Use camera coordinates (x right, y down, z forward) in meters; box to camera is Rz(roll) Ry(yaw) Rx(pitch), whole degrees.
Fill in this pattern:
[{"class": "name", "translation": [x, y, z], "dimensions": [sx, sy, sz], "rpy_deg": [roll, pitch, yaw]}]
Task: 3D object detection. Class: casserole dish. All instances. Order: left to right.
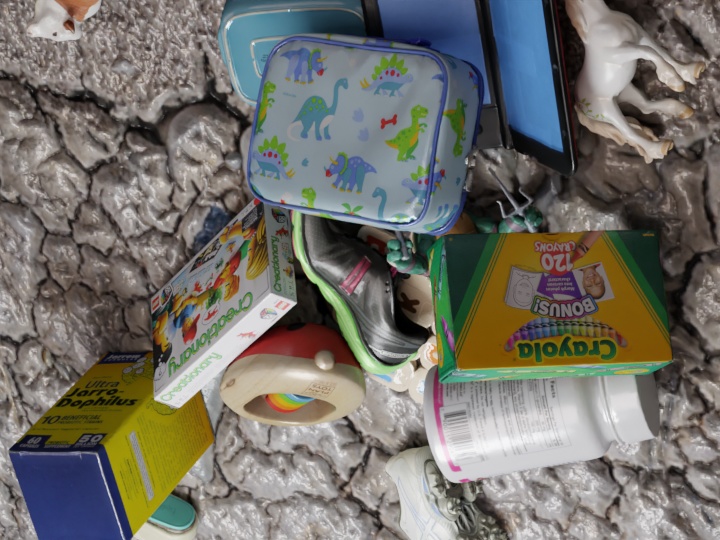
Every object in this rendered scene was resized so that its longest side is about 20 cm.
[{"class": "casserole dish", "translation": [-0.048, -0.200, 1.712], "dimensions": [0.199, 0.039, 0.122], "rpy_deg": [1, 116, 26]}]

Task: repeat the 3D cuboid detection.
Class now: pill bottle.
[{"class": "pill bottle", "translation": [0.167, 0.124, 1.732], "dimensions": [0.199, 0.113, 0.114], "rpy_deg": [-12, 112, 18]}]

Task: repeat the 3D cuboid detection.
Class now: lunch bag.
[{"class": "lunch bag", "translation": [0.005, -0.121, 1.607], "dimensions": [0.199, 0.082, 0.162], "rpy_deg": [11, 93, 34]}]

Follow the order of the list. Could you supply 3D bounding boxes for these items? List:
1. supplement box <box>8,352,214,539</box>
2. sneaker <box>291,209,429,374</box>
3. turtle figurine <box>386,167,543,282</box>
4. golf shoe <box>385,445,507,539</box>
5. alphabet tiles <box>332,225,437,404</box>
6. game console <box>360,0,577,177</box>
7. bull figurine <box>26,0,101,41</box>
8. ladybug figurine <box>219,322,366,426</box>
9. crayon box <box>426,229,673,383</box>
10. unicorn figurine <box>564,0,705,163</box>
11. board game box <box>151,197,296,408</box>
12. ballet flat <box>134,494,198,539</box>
[{"class": "supplement box", "translation": [-0.249, 0.177, 1.912], "dimensions": [0.108, 0.200, 0.110], "rpy_deg": [-2, 115, 26]}, {"class": "sneaker", "translation": [0.000, 0.000, 1.770], "dimensions": [0.083, 0.077, 0.201], "rpy_deg": [-26, 107, 16]}, {"class": "turtle figurine", "translation": [0.094, -0.016, 1.697], "dimensions": [0.149, 0.101, 0.201], "rpy_deg": [-25, 95, -11]}, {"class": "golf shoe", "translation": [0.087, 0.264, 1.895], "dimensions": [0.097, 0.078, 0.201], "rpy_deg": [-2, 111, 45]}, {"class": "alphabet tiles", "translation": [0.073, 0.041, 1.801], "dimensions": [0.195, 0.015, 0.201], "rpy_deg": [26, 125, 10]}, {"class": "game console", "translation": [0.088, -0.179, 1.603], "dimensions": [0.171, 0.119, 0.201], "rpy_deg": [-7, 114, 8]}, {"class": "bull figurine", "translation": [-0.261, -0.294, 1.730], "dimensions": [0.121, 0.065, 0.200], "rpy_deg": [41, 129, -19]}, {"class": "ladybug figurine", "translation": [-0.063, 0.099, 1.830], "dimensions": [0.135, 0.072, 0.200], "rpy_deg": [14, 160, -21]}, {"class": "crayon box", "translation": [0.162, 0.031, 1.625], "dimensions": [0.199, 0.120, 0.058], "rpy_deg": [-2, 166, -14]}, {"class": "unicorn figurine", "translation": [0.219, -0.180, 1.571], "dimensions": [0.137, 0.074, 0.201], "rpy_deg": [32, 132, 19]}, {"class": "board game box", "translation": [-0.135, 0.030, 1.829], "dimensions": [0.034, 0.127, 0.200], "rpy_deg": [22, 133, -32]}, {"class": "ballet flat", "translation": [-0.270, 0.248, 2.049], "dimensions": [0.199, 0.070, 0.070], "rpy_deg": [31, 125, 7]}]
